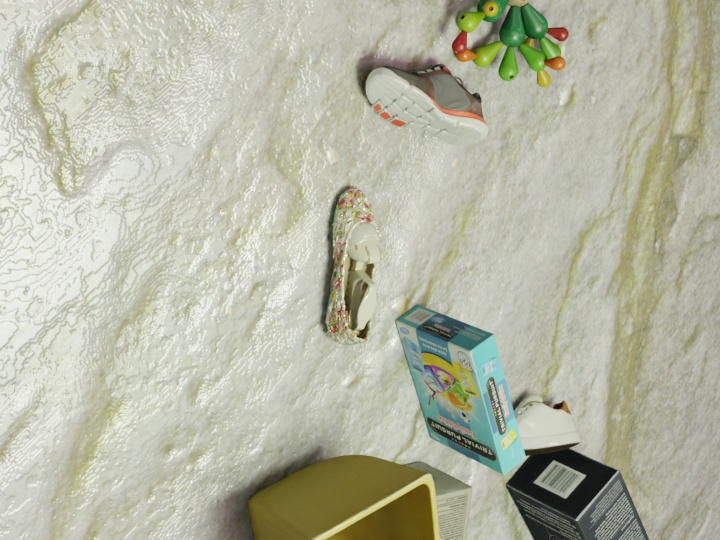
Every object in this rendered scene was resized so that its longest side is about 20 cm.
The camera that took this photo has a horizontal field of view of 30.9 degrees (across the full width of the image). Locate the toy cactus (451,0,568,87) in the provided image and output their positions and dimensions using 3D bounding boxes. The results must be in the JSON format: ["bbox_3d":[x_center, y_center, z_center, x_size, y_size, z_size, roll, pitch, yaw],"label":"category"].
[{"bbox_3d":[0.203,-0.332,1.698,0.199,0.102,0.167,7,88,-32],"label":"toy cactus"}]

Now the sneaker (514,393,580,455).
[{"bbox_3d":[0.226,0.228,1.901,0.198,0.073,0.085,-3,71,-32],"label":"sneaker"}]

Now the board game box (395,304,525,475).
[{"bbox_3d":[0.133,0.158,1.732,0.047,0.150,0.201,-32,121,-27],"label":"board game box"}]

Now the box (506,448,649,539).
[{"bbox_3d":[0.335,0.377,1.966,0.107,0.148,0.201,-43,126,-22],"label":"box"}]

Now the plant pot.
[{"bbox_3d":[-0.035,0.339,1.612,0.193,0.199,0.197,-23,117,-33],"label":"plant pot"}]

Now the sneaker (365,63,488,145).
[{"bbox_3d":[0.082,-0.225,1.648,0.199,0.077,0.083,22,61,-42],"label":"sneaker"}]

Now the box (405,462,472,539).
[{"bbox_3d":[0.063,0.378,1.766,0.127,0.109,0.202,-3,105,-40],"label":"box"}]

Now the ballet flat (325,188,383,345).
[{"bbox_3d":[0.000,0.000,1.633,0.075,0.064,0.202,-6,106,-37],"label":"ballet flat"}]
